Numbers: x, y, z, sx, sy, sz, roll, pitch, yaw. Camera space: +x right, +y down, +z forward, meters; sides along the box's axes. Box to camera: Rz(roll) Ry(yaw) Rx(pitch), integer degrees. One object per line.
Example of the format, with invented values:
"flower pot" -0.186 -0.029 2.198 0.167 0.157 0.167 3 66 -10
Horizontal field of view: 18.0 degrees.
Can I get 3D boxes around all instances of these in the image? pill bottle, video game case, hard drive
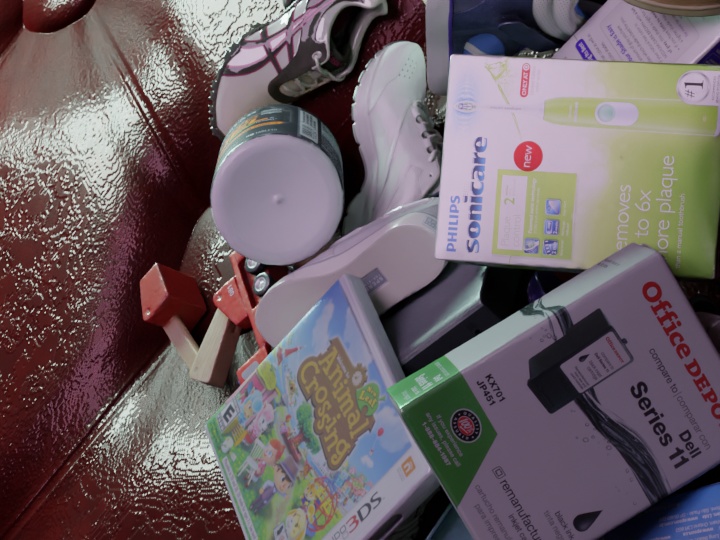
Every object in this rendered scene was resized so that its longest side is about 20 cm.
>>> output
"pill bottle" -0.066 -0.075 1.844 0.106 0.106 0.200 -56 8 10
"video game case" -0.030 0.132 1.676 0.182 0.022 0.200 -47 44 24
"hard drive" 0.042 0.044 1.722 0.200 0.033 0.140 -39 19 32

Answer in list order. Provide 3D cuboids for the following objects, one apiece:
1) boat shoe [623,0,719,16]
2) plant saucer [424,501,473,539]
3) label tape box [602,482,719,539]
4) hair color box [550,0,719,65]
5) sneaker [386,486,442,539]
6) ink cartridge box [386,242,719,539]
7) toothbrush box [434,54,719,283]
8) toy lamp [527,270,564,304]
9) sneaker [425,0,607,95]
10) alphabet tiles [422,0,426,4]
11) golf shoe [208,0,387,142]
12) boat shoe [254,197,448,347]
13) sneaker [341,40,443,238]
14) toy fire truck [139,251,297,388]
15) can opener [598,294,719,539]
"boat shoe" 0.272 -0.225 1.574 0.199 0.069 0.074 -3 51 13
"plant saucer" 0.109 0.159 1.627 0.200 0.070 0.019 -57 3 10
"label tape box" 0.227 0.242 1.456 0.143 0.066 0.201 -18 61 42
"hair color box" 0.202 -0.137 1.670 0.200 0.065 0.109 -44 46 19
"sneaker" 0.021 0.213 1.685 0.082 0.078 0.200 37 107 12
"ink cartridge box" 0.140 0.093 1.483 0.200 0.147 0.083 -32 7 -2
"toothbrush box" 0.162 -0.070 1.580 0.199 0.086 0.146 5 89 20
"toy lamp" 0.079 0.081 1.698 0.200 0.058 0.058 -41 46 24
"sneaker" 0.126 -0.187 1.753 0.146 0.200 0.081 4 71 5
"alphabet tiles" 0.096 -0.301 1.906 0.167 0.006 0.200 -49 43 18
"golf shoe" -0.057 -0.183 1.959 0.200 0.077 0.088 -55 49 12
"boat shoe" 0.000 0.000 1.755 0.200 0.072 0.069 -38 7 38
"sneaker" 0.041 -0.088 1.819 0.087 0.074 0.201 -6 76 36
"toy fire truck" -0.109 0.050 1.915 0.141 0.049 0.200 -42 46 25
"can opener" 0.200 0.112 1.569 0.200 0.053 0.066 -57 7 7
